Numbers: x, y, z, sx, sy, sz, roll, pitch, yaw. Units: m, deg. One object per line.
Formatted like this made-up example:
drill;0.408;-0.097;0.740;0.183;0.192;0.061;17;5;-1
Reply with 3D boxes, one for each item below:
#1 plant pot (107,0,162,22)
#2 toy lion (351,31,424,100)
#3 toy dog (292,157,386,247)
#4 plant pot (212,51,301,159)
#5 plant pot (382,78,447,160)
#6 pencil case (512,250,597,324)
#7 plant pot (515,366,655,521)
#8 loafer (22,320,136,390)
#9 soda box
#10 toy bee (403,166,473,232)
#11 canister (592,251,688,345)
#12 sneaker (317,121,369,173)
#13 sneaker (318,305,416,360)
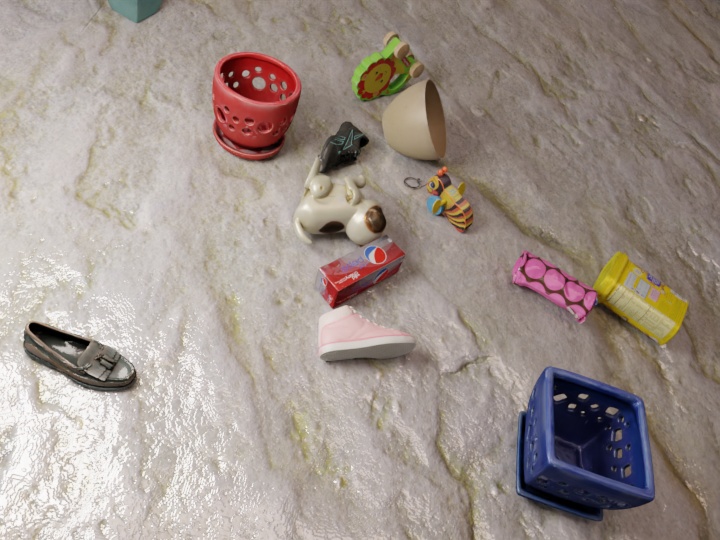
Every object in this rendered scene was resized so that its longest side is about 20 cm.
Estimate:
plant pot;-0.596;-0.774;1.705;0.140;0.201;0.142;30;48;7
toy lion;0.066;-0.542;1.783;0.069;0.192;0.200;50;13;22
toy dog;-0.037;-0.129;1.422;0.198;0.140;0.195;20;49;-5
plant pot;-0.249;-0.379;1.517;0.198;0.183;0.202;9;50;-11
plant pot;0.133;-0.374;1.665;0.133;0.201;0.202;-8;45;22
pencil case;0.441;0.039;1.487;0.199;0.091;0.094;30;62;9
plant pot;0.387;0.324;1.171;0.198;0.181;0.201;18;49;-3
loafer;-0.477;0.143;1.095;0.198;0.063;0.072;20;49;-2
soda box;0.000;0.000;1.377;0.199;0.064;0.070;-28;64;-34
toy bee;0.197;-0.188;1.568;0.198;0.109;0.132;26;50;3
canister;0.662;0.066;1.538;0.199;0.087;0.149;37;50;10
sneaker;-0.044;-0.299;1.596;0.079;0.076;0.201;30;49;4
sneaker;0.010;0.116;1.277;0.197;0.076;0.106;-2;58;-15
